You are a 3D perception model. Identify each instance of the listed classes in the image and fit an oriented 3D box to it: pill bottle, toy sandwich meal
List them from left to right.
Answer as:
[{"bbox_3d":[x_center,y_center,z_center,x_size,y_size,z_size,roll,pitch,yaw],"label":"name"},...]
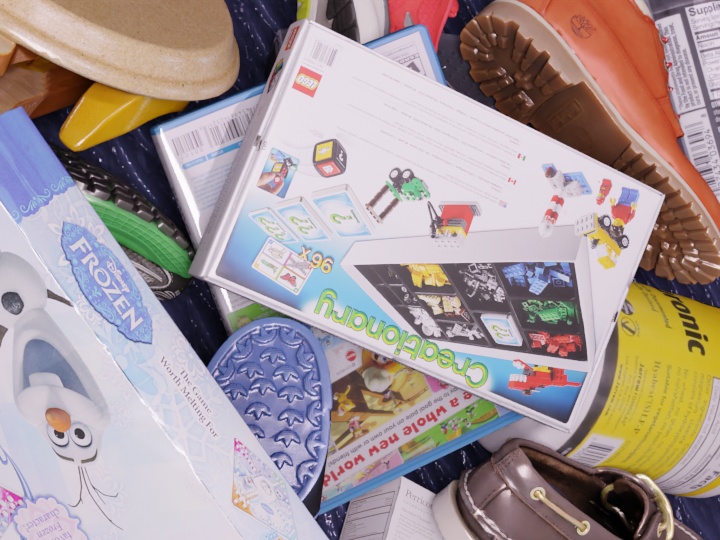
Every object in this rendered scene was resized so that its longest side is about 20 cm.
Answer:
[{"bbox_3d":[-0.148,-0.123,0.737,0.205,0.070,0.205,29,26,-15],"label":"toy sandwich meal"},{"bbox_3d":[0.163,0.067,0.887,0.199,0.111,0.112,16,68,-31],"label":"pill bottle"},{"bbox_3d":[0.202,-0.112,0.969,0.106,0.106,0.201,-8,81,-36],"label":"pill bottle"}]

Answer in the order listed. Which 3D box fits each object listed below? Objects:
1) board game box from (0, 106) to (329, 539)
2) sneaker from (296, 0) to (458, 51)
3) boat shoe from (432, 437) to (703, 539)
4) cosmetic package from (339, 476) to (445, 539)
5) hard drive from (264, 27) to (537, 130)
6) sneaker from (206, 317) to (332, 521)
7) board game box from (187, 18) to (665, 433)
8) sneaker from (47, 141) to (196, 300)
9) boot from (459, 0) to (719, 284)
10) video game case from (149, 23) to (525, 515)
[{"bbox_3d":[-0.143,0.068,0.616,0.199,0.200,0.043,56,35,-8],"label":"board game box"},{"bbox_3d":[0.012,-0.158,0.835,0.085,0.077,0.201,11,72,-34],"label":"sneaker"},{"bbox_3d":[0.126,0.133,0.817,0.200,0.060,0.072,23,30,-38],"label":"boat shoe"},{"bbox_3d":[0.075,0.188,0.826,0.200,0.051,0.083,31,60,-24],"label":"cosmetic package"},{"bbox_3d":[0.039,-0.063,0.880,0.199,0.042,0.135,0,76,-34],"label":"hard drive"},{"bbox_3d":[-0.055,0.123,0.725,0.070,0.078,0.201,11,80,0],"label":"sneaker"},{"bbox_3d":[0.034,-0.018,0.745,0.199,0.035,0.127,24,86,-18],"label":"board game box"},{"bbox_3d":[-0.163,-0.017,0.719,0.200,0.078,0.085,15,104,-38],"label":"sneaker"},{"bbox_3d":[0.155,-0.089,0.892,0.200,0.075,0.107,52,56,-9],"label":"boot"},{"bbox_3d":[0.000,0.000,0.763,0.143,0.018,0.201,-23,101,-16],"label":"video game case"}]
